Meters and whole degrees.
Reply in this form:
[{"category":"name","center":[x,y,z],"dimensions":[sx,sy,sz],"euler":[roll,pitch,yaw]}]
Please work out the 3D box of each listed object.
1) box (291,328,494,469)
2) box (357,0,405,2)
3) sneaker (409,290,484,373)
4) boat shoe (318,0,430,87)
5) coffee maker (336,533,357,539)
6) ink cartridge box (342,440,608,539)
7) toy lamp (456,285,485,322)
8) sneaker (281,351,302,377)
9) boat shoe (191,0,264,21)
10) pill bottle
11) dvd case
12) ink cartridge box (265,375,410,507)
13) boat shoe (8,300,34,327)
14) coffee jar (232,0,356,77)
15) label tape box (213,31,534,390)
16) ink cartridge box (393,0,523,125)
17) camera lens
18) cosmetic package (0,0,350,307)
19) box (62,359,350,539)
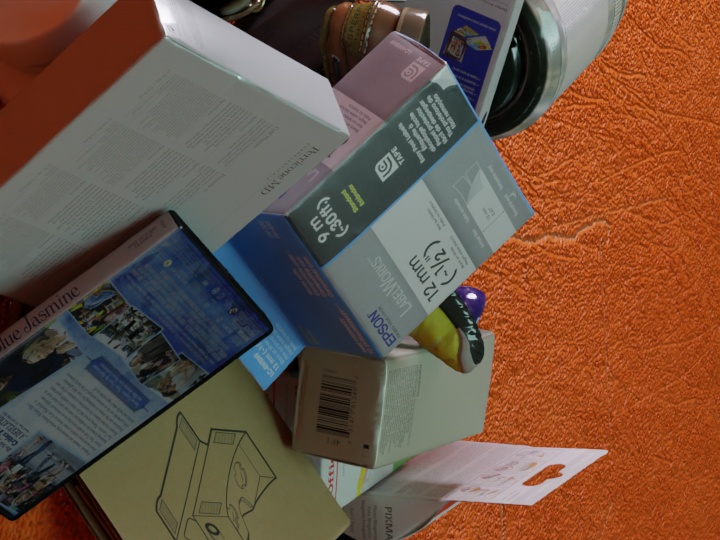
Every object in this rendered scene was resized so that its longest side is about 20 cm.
[{"category":"box","center":[0.027,0.085,1.492],"dimensions":[0.200,0.068,0.083],"euler":[-5,104,-65]},{"category":"box","center":[0.007,-0.250,1.438],"dimensions":[0.200,0.034,0.111],"euler":[-111,-159,-77]},{"category":"sneaker","center":[0.000,0.000,1.368],"dimensions":[0.076,0.200,0.075],"euler":[-45,-173,-2]},{"category":"boat shoe","center":[0.006,-0.114,1.367],"dimensions":[0.201,0.067,0.072],"euler":[93,12,-59]},{"category":"coffee maker","center":[-0.044,0.286,1.434],"dimensions":[0.135,0.192,0.200],"euler":[-48,171,34]},{"category":"ink cartridge box","center":[0.073,0.174,1.615],"dimensions":[0.162,0.198,0.058],"euler":[-22,114,-59]},{"category":"toy lamp","center":[-0.003,-0.022,1.427],"dimensions":[0.199,0.058,0.059],"euler":[37,58,-19]},{"category":"sneaker","center":[-0.040,0.036,1.481],"dimensions":[0.199,0.074,0.088],"euler":[14,69,-55]},{"category":"boat shoe","center":[-0.095,-0.185,1.330],"dimensions":[0.200,0.066,0.075],"euler":[-27,121,-58]},{"category":"pill bottle","center":[-0.145,-0.108,1.202],"dimensions":[0.200,0.110,0.112],"euler":[55,49,-54]},{"category":"dvd case","center":[-0.157,0.059,1.191],"dimensions":[0.199,0.018,0.143],"euler":[-36,148,1]},{"category":"ink cartridge box","center":[-0.029,0.112,1.542],"dimensions":[0.200,0.067,0.118],"euler":[-28,122,-58]},{"category":"boat shoe","center":[-0.138,0.008,1.298],"dimensions":[0.200,0.070,0.071],"euler":[-34,128,-55]},{"category":"coffee jar","center":[-0.020,-0.115,1.460],"dimensions":[0.104,0.085,0.200],"euler":[-37,142,-6]},{"category":"label tape box","center":[-0.005,-0.023,1.260],"dimensions":[0.200,0.066,0.144],"euler":[-45,133,-11]},{"category":"ink cartridge box","center":[0.055,-0.157,1.538],"dimensions":[0.039,0.099,0.201],"euler":[-52,164,-55]},{"category":"camera lens","center":[0.113,-0.207,1.634],"dimensions":[0.200,0.159,0.161],"euler":[-46,136,-50]},{"category":"cosmetic package","center":[-0.128,-0.056,1.139],"dimensions":[0.150,0.200,0.052],"euler":[27,33,-45]},{"category":"box","center":[-0.101,0.147,1.363],"dimensions":[0.164,0.021,0.200],"euler":[56,34,-1]}]
